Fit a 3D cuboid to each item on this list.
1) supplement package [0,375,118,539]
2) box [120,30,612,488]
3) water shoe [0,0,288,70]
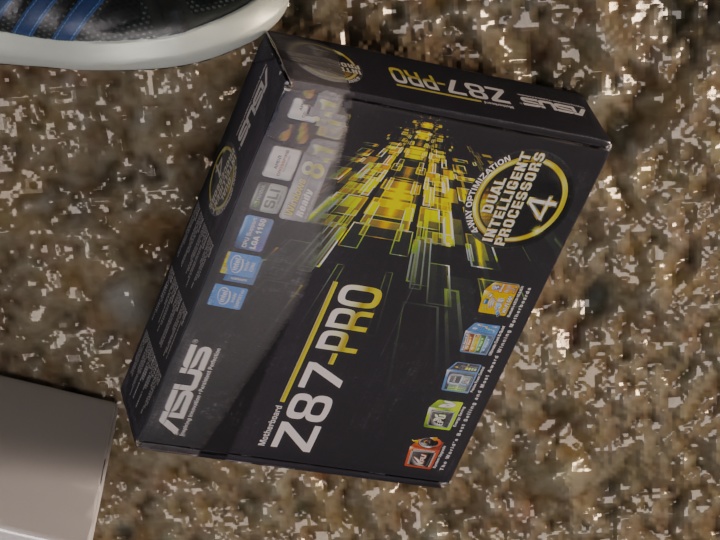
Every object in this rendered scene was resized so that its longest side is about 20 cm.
[{"bbox_3d":[-0.227,0.118,1.133,0.199,0.121,0.120,14,119,-6],"label":"supplement package"},{"bbox_3d":[0.000,0.000,1.080,0.161,0.049,0.201,11,122,-24],"label":"box"},{"bbox_3d":[-0.130,-0.130,1.017,0.199,0.072,0.079,-1,116,0],"label":"water shoe"}]
